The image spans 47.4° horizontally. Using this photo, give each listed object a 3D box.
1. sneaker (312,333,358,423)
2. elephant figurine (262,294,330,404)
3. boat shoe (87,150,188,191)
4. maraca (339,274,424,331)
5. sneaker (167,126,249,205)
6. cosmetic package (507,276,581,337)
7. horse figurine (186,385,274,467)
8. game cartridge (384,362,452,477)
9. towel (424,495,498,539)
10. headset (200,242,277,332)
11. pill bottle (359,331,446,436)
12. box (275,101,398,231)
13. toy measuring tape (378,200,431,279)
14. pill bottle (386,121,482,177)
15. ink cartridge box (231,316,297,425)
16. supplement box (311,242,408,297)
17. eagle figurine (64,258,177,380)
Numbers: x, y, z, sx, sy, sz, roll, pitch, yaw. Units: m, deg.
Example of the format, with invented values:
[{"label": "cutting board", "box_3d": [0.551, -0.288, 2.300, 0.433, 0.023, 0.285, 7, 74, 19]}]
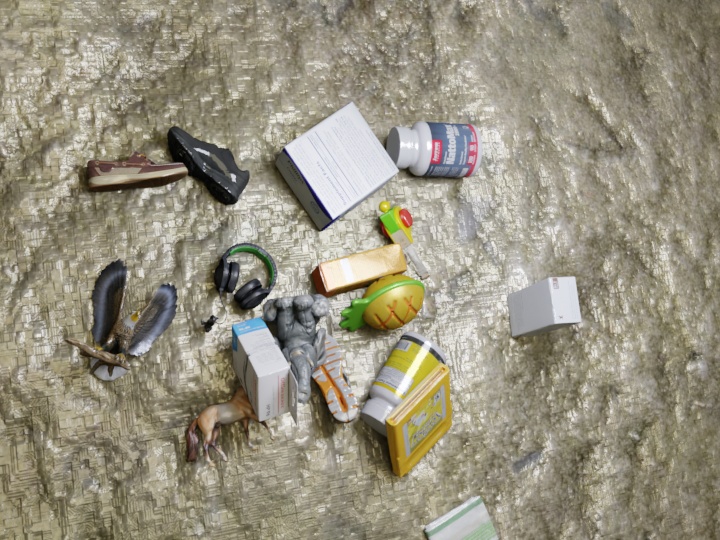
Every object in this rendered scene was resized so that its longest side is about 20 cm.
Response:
[{"label": "sneaker", "box_3d": [-0.060, 0.226, 1.689, 0.077, 0.078, 0.203, -19, 66, -3]}, {"label": "elephant figurine", "box_3d": [-0.125, 0.153, 1.623, 0.154, 0.139, 0.205, -3, 86, -53]}, {"label": "boat shoe", "box_3d": [-0.448, -0.207, 1.645, 0.195, 0.072, 0.074, -9, 83, -14]}, {"label": "maraca", "box_3d": [0.047, 0.074, 1.729, 0.196, 0.138, 0.108, -18, 56, -15]}, {"label": "sneaker", "box_3d": [-0.315, -0.229, 1.702, 0.200, 0.076, 0.091, 44, 58, -13]}, {"label": "cosmetic package", "box_3d": [0.402, 0.083, 1.810, 0.072, 0.200, 0.104, -2, 79, -19]}, {"label": "horse figurine", "box_3d": [-0.260, 0.302, 1.608, 0.196, 0.050, 0.135, -21, 74, -16]}, {"label": "game cartridge", "box_3d": [0.124, 0.311, 1.675, 0.032, 0.202, 0.176, 30, 57, 34]}, {"label": "towel", "box_3d": [0.232, 0.602, 1.737, 0.147, 0.031, 0.203, -24, 89, -20]}, {"label": "headset", "box_3d": [-0.253, 0.037, 1.672, 0.123, 0.094, 0.201, 36, 54, -5]}, {"label": "pill bottle", "box_3d": [0.088, 0.241, 1.713, 0.114, 0.114, 0.202, 37, 70, -8]}, {"label": "box", "box_3d": [-0.052, -0.223, 1.767, 0.199, 0.105, 0.186, -36, 92, -23]}, {"label": "toy measuring tape", "box_3d": [0.101, -0.076, 1.820, 0.074, 0.073, 0.201, -44, 111, -22]}, {"label": "pill bottle", "box_3d": [0.164, -0.273, 1.847, 0.195, 0.119, 0.123, -1, 79, -19]}, {"label": "ink cartridge box", "box_3d": [-0.185, 0.200, 1.569, 0.067, 0.118, 0.201, -13, 39, -22]}, {"label": "supplement box", "box_3d": [0.000, 0.000, 1.757, 0.196, 0.067, 0.070, -17, 79, -21]}, {"label": "eagle figurine", "box_3d": [-0.448, 0.100, 1.565, 0.202, 0.148, 0.153, -79, 153, -45]}]
